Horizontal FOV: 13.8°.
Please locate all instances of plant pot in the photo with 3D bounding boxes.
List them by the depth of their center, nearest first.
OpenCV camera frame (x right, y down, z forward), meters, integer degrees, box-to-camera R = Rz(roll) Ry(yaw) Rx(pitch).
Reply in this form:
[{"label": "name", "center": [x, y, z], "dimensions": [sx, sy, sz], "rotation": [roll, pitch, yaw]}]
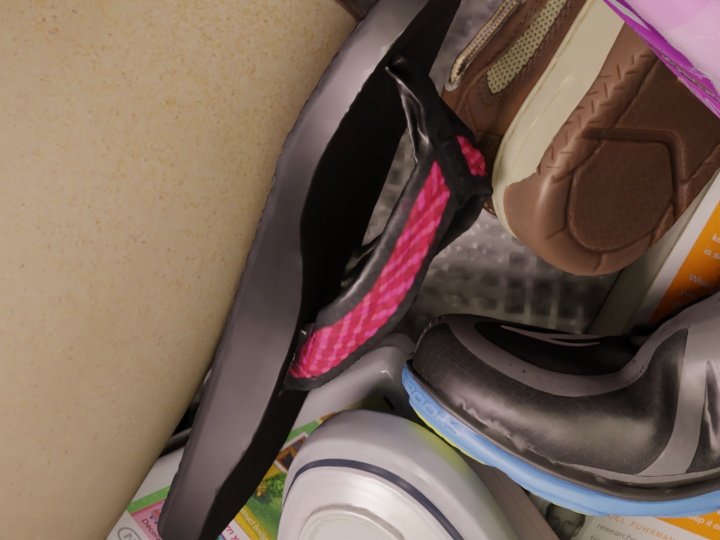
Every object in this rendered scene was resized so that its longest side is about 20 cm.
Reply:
[{"label": "plant pot", "center": [-0.096, -0.022, 0.784], "dimensions": [0.187, 0.187, 0.200], "rotation": [43, 96, -15]}]

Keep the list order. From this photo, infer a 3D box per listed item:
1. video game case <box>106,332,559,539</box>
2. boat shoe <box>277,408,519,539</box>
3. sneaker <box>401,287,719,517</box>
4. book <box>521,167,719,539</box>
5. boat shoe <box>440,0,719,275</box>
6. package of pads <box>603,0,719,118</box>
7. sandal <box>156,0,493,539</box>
[{"label": "video game case", "center": [-0.004, 0.129, 0.893], "dimensions": [0.182, 0.022, 0.200], "rotation": [-25, 111, 31]}, {"label": "boat shoe", "center": [0.012, 0.133, 0.820], "dimensions": [0.073, 0.067, 0.200], "rotation": [6, 129, 26]}, {"label": "sneaker", "center": [0.111, 0.021, 0.791], "dimensions": [0.199, 0.071, 0.083], "rotation": [0, 111, 1]}, {"label": "book", "center": [0.127, 0.047, 0.861], "dimensions": [0.133, 0.048, 0.200], "rotation": [24, 116, -8]}, {"label": "boat shoe", "center": [0.093, -0.097, 0.780], "dimensions": [0.202, 0.075, 0.075], "rotation": [-47, 134, -1]}, {"label": "package of pads", "center": [0.075, -0.091, 0.657], "dimensions": [0.076, 0.121, 0.200], "rotation": [-46, 119, 6]}, {"label": "sandal", "center": [0.000, 0.000, 0.766], "dimensions": [0.045, 0.075, 0.200], "rotation": [30, 125, 13]}]
